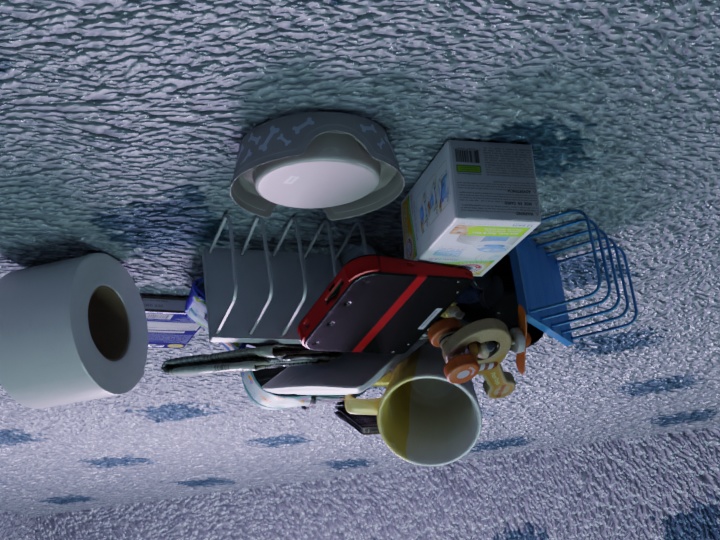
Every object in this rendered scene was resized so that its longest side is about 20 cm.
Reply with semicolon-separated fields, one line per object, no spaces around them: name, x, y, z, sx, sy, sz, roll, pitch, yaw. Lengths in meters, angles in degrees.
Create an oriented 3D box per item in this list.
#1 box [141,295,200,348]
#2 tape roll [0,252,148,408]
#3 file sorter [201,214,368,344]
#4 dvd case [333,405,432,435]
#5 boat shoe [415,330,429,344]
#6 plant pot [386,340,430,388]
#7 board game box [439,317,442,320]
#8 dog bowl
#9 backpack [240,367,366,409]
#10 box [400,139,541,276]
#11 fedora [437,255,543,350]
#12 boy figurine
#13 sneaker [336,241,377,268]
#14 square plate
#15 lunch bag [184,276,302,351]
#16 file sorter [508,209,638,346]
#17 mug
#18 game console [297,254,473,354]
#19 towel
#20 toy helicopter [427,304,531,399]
box;-0.327;0.087;1.877;0.121;0.033;0.200;4;158;-22
tape roll;-0.408;0.085;1.594;0.139;0.204;0.203;-10;160;18
file sorter;-0.098;0.009;1.525;0.199;0.139;0.125;3;148;-21
dvd case;0.050;0.235;1.813;0.148;0.016;0.200;-2;-176;-14
boat shoe;0.050;0.087;1.652;0.067;0.057;0.200;2;-173;-31
plant pot;0.085;0.104;1.817;0.200;0.201;0.134;-21;135;41
board game box;0.189;0.061;1.733;0.095;0.030;0.200;29;-146;29
dog bowl;-0.051;-0.118;1.301;0.199;0.059;0.200;-4;161;-1
backpack;-0.103;0.143;1.867;0.199;0.177;0.153;-1;162;-25
box;0.131;-0.072;1.409;0.112;0.102;0.200;2;160;-16
fedora;0.186;0.031;1.659;0.200;0.201;0.092;2;119;-17
boy figurine;0.096;0.016;1.581;0.199;0.064;0.125;-5;123;38
sneaker;0.000;0.000;1.660;0.071;0.073;0.200;-8;172;-20
square plate;-0.014;0.137;1.685;0.199;0.029;0.198;-5;-161;41
lunch bag;-0.161;0.058;1.706;0.199;0.128;0.170;11;163;-9
file sorter;0.308;0.009;1.639;0.122;0.139;0.200;-18;157;24
mug;0.089;0.174;1.674;0.186;0.153;0.150;32;113;-8
game console;0.027;0.048;1.479;0.176;0.031;0.200;4;145;-30
towel;-0.151;0.134;1.636;0.199;0.035;0.192;-10;170;30
toy helicopter;0.183;0.120;1.562;0.132;0.079;0.200;-27;144;5
